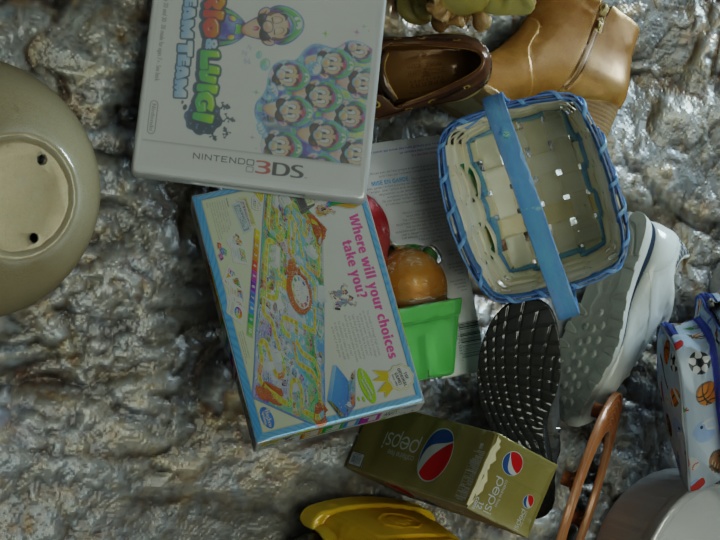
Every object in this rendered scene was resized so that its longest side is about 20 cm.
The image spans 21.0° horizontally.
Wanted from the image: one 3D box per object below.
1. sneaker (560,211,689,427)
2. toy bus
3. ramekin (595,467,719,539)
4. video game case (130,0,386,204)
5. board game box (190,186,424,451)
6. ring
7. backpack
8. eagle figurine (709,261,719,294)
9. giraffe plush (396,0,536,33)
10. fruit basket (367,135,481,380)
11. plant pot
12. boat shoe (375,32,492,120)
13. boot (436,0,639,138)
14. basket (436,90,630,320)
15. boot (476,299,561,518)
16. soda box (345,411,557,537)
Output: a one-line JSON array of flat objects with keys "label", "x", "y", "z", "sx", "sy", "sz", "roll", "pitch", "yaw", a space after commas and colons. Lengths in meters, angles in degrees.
[{"label": "sneaker", "x": 0.235, "y": 0.051, "z": 1.727, "sx": 0.080, "sy": 0.076, "sz": 0.201, "roll": 29, "pitch": 82, "yaw": -37}, {"label": "toy bus", "x": 0.034, "y": 0.298, "z": 1.567, "sx": 0.135, "sy": 0.192, "sz": 0.201, "roll": 3, "pitch": 95, "yaw": -31}, {"label": "ramekin", "x": 0.306, "y": 0.275, "z": 1.768, "sx": 0.200, "sy": 0.098, "sz": 0.201, "roll": -3, "pitch": 96, "yaw": -28}, {"label": "video game case", "x": -0.076, "y": -0.160, "z": 1.501, "sx": 0.181, "sy": 0.024, "sz": 0.201, "roll": 7, "pitch": 79, "yaw": -5}, {"label": "board game box", "x": -0.042, "y": 0.025, "z": 1.492, "sx": 0.134, "sy": 0.034, "sz": 0.201, "roll": -13, "pitch": 76, "yaw": -10}, {"label": "ring", "x": 0.186, "y": 0.198, "z": 1.669, "sx": 0.019, "sy": 0.200, "sz": 0.201, "roll": 18, "pitch": 84, "yaw": 13}, {"label": "backpack", "x": 0.335, "y": 0.103, "z": 1.685, "sx": 0.153, "sy": 0.191, "sz": 0.201, "roll": -1, "pitch": 105, "yaw": 9}, {"label": "eagle figurine", "x": 0.438, "y": -0.013, "z": 1.818, "sx": 0.200, "sy": 0.151, "sz": 0.152, "roll": -35, "pitch": 157, "yaw": -52}, {"label": "giraffe plush", "x": 0.081, "y": -0.281, "z": 1.569, "sx": 0.200, "sy": 0.172, "sz": 0.163, "roll": -32, "pitch": 116, "yaw": -14}, {"label": "fruit basket", "x": 0.000, "y": 0.000, "z": 1.583, "sx": 0.185, "sy": 0.094, "sz": 0.201, "roll": -11, "pitch": 83, "yaw": -23}, {"label": "plant pot", "x": -0.269, "y": -0.057, "z": 1.399, "sx": 0.200, "sy": 0.134, "sz": 0.201, "roll": -2, "pitch": 95, "yaw": -28}, {"label": "boat shoe", "x": 0.009, "y": -0.155, "z": 1.553, "sx": 0.199, "sy": 0.068, "sz": 0.072, "roll": -11, "pitch": 92, "yaw": -4}, {"label": "boot", "x": 0.141, "y": -0.190, "z": 1.663, "sx": 0.201, "sy": 0.071, "sz": 0.145, "roll": 21, "pitch": 71, "yaw": -20}, {"label": "basket", "x": 0.137, "y": -0.053, "z": 1.528, "sx": 0.139, "sy": 0.200, "sz": 0.177, "roll": -18, "pitch": 92, "yaw": 4}, {"label": "boot", "x": 0.139, "y": 0.097, "z": 1.641, "sx": 0.069, "sy": 0.132, "sz": 0.201, "roll": 5, "pitch": 112, "yaw": 8}, {"label": "soda box", "x": 0.070, "y": 0.158, "z": 1.568, "sx": 0.068, "sy": 0.200, "sz": 0.064, "roll": 28, "pitch": 81, "yaw": -27}]
